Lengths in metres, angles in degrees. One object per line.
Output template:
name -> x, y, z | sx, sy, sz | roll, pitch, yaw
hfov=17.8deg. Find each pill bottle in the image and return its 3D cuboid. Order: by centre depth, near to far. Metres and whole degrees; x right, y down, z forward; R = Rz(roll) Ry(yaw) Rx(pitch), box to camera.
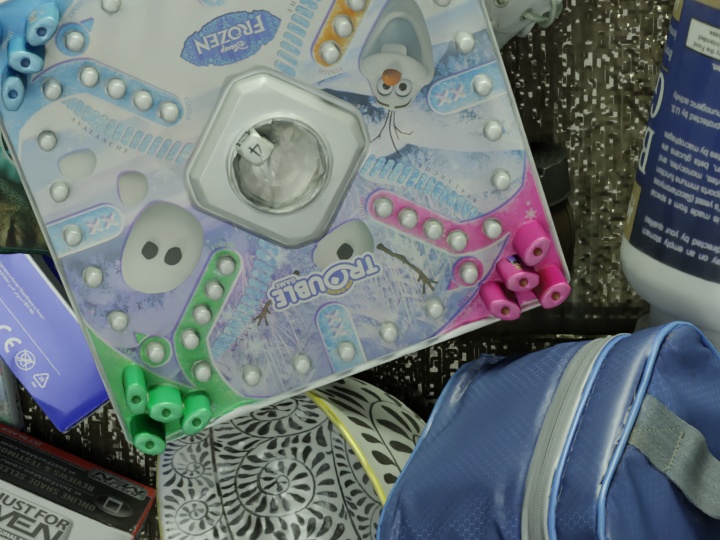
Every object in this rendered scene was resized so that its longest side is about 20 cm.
pill bottle -> 0.174, -0.036, 0.992 | 0.110, 0.111, 0.201 | 12, 106, 3

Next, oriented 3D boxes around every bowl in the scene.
bowl -> -0.001, 0.125, 1.048 | 0.200, 0.094, 0.202 | 26, 124, 46

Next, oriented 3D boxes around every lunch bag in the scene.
lunch bag -> 0.121, 0.127, 0.953 | 0.132, 0.136, 0.200 | -12, 129, 41

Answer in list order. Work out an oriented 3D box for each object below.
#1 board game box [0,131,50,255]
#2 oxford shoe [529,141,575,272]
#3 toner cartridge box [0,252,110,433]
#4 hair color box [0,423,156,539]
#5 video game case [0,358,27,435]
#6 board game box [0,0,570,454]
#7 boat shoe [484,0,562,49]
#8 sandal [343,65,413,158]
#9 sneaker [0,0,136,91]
board game box -> -0.133, -0.107, 0.991 | 0.134, 0.028, 0.201 | 4, 85, -18
oxford shoe -> 0.000, 0.000, 1.043 | 0.199, 0.073, 0.085 | -7, 110, 10
toner cartridge box -> -0.171, -0.029, 1.042 | 0.043, 0.095, 0.200 | -35, 100, 14
hair color box -> -0.180, 0.181, 1.093 | 0.101, 0.061, 0.201 | 24, 108, 0
video game case -> -0.255, 0.124, 1.131 | 0.199, 0.024, 0.183 | -6, 104, 9
board game box -> -0.032, -0.042, 0.922 | 0.199, 0.026, 0.201 | -20, 111, -1
boat shoe -> 0.064, -0.134, 0.996 | 0.066, 0.074, 0.201 | 15, 106, 3
sandal -> -0.015, -0.139, 0.994 | 0.079, 0.059, 0.208 | -13, 73, 14
sneaker -> -0.093, -0.142, 0.952 | 0.199, 0.081, 0.147 | -18, 100, -18
